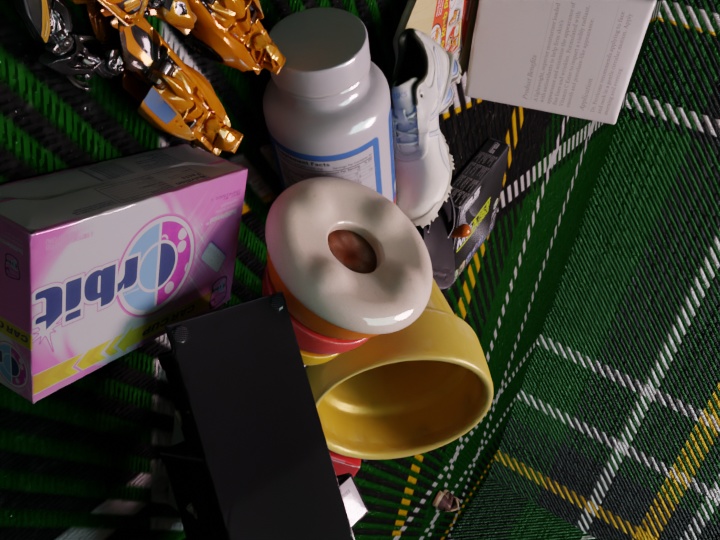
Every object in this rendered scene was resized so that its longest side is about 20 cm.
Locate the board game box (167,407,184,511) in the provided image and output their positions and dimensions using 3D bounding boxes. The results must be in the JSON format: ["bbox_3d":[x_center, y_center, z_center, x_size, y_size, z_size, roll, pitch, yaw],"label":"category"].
[{"bbox_3d":[-0.128,0.150,0.741,0.147,0.064,0.202,-32,139,-52],"label":"board game box"}]

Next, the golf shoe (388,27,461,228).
[{"bbox_3d":[0.049,-0.148,0.713,0.097,0.077,0.203,27,64,-58],"label":"golf shoe"}]

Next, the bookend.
[{"bbox_3d":[-0.113,0.138,0.565,0.091,0.198,0.202,-16,90,-32],"label":"bookend"}]

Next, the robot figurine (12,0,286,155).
[{"bbox_3d":[-0.121,-0.161,0.439,0.146,0.058,0.200,-63,158,-7],"label":"robot figurine"}]

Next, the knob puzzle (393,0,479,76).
[{"bbox_3d":[0.084,-0.289,0.805,0.220,0.030,0.221,-49,154,-35],"label":"knob puzzle"}]

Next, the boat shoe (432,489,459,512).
[{"bbox_3d":[0.290,0.769,2.304,0.073,0.071,0.200,-60,157,-11],"label":"boat shoe"}]

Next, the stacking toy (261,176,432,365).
[{"bbox_3d":[-0.042,0.031,0.609,0.146,0.146,0.200,-41,172,-45],"label":"stacking toy"}]

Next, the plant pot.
[{"bbox_3d":[0.029,0.080,0.787,0.202,0.198,0.190,89,-8,-47],"label":"plant pot"}]

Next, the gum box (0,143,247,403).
[{"bbox_3d":[-0.163,-0.012,0.487,0.200,0.066,0.115,-31,140,-54],"label":"gum box"}]

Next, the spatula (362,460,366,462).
[{"bbox_3d":[0.058,0.301,1.365,0.200,0.020,0.057,-43,137,-39],"label":"spatula"}]

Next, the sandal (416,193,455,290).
[{"bbox_3d":[0.097,-0.076,0.899,0.075,0.043,0.203,1,74,-35],"label":"sandal"}]

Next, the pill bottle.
[{"bbox_3d":[-0.026,-0.123,0.624,0.113,0.111,0.201,-52,155,-28],"label":"pill bottle"}]

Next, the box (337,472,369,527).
[{"bbox_3d":[-0.121,0.279,0.681,0.199,0.050,0.198,-26,179,43],"label":"box"}]

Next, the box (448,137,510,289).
[{"bbox_3d":[0.190,-0.098,1.221,0.200,0.047,0.194,-48,155,-37],"label":"box"}]

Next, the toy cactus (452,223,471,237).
[{"bbox_3d":[0.069,-0.032,0.936,0.165,0.101,0.202,33,62,-46],"label":"toy cactus"}]

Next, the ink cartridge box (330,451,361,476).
[{"bbox_3d":[-0.039,0.206,0.861,0.117,0.066,0.201,116,-10,-45],"label":"ink cartridge box"}]

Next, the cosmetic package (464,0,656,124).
[{"bbox_3d":[0.252,-0.314,0.888,0.166,0.198,0.166,93,15,-46],"label":"cosmetic package"}]
